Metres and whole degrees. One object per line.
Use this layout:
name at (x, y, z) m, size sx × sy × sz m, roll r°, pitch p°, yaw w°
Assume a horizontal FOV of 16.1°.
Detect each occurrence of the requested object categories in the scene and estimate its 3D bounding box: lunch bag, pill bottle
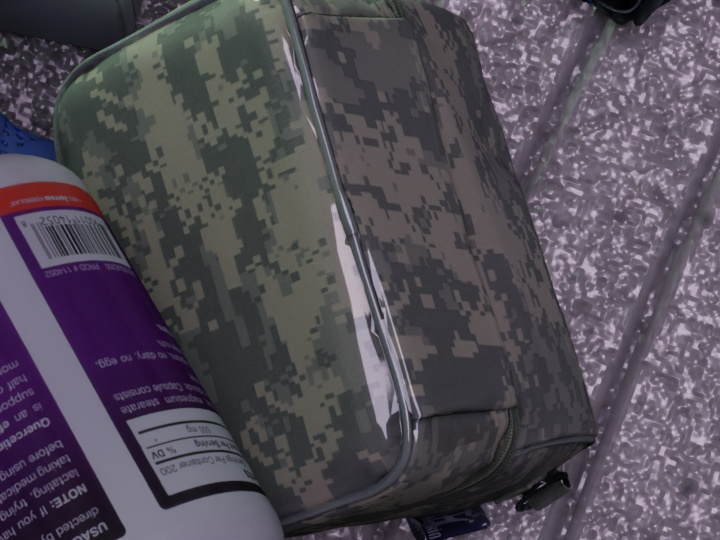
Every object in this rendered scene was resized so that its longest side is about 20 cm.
lunch bag at (0.000, 0.000, 0.937) m, size 0.139 × 0.168 × 0.200 m, roll -24°, pitch 78°, yaw 39°
pill bottle at (-0.099, 0.068, 0.843) m, size 0.112 × 0.112 × 0.200 m, roll -29°, pitch 71°, yaw -7°

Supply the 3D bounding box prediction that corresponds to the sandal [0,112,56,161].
sandal at (-0.139, -0.023, 0.978) m, size 0.087 × 0.079 × 0.200 m, roll -32°, pitch 87°, yaw -23°

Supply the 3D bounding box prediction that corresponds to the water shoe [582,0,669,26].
water shoe at (0.096, -0.137, 1.004) m, size 0.200 × 0.072 × 0.079 m, roll -2°, pitch 83°, yaw -3°

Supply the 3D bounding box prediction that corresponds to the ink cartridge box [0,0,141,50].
ink cartridge box at (-0.140, -0.203, 0.994) m, size 0.145 × 0.088 × 0.200 m, roll 12°, pitch 79°, yaw -1°
